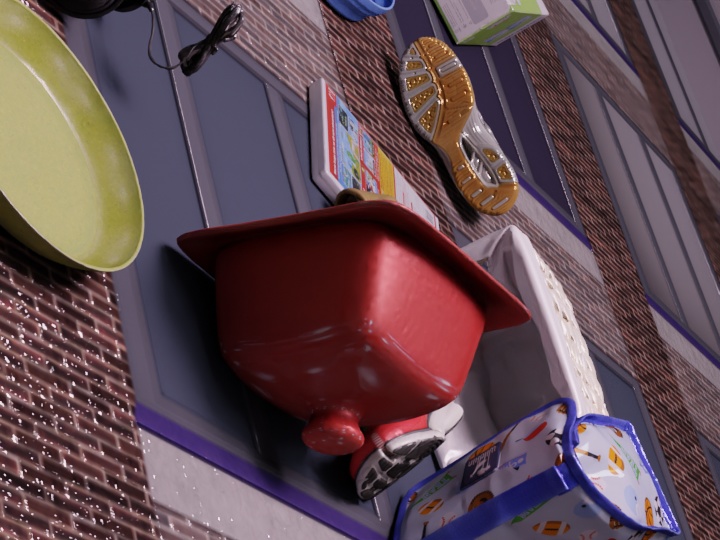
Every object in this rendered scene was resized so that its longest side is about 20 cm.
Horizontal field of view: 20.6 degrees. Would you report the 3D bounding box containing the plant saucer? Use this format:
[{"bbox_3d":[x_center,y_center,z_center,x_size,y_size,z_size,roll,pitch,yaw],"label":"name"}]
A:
[{"bbox_3d":[-0.207,-0.083,1.234,0.200,0.031,0.201,52,21,-29],"label":"plant saucer"}]

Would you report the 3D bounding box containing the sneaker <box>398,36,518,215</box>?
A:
[{"bbox_3d":[0.098,-0.145,2.063,0.088,0.075,0.202,2,63,-87],"label":"sneaker"}]

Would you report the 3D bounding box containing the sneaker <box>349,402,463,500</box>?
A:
[{"bbox_3d":[0.017,0.113,1.503,0.085,0.077,0.200,51,12,2],"label":"sneaker"}]

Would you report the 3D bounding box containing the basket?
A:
[{"bbox_3d":[0.128,0.089,1.702,0.123,0.135,0.202,37,31,-54],"label":"basket"}]

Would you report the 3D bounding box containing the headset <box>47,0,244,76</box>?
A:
[{"bbox_3d":[-0.173,-0.226,1.417,0.200,0.094,0.123,51,20,2],"label":"headset"}]

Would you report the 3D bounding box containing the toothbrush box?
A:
[{"bbox_3d":[0.143,-0.358,2.417,0.147,0.086,0.200,62,20,3],"label":"toothbrush box"}]

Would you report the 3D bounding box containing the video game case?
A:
[{"bbox_3d":[0.017,-0.064,1.798,0.200,0.017,0.144,49,23,-33],"label":"video game case"}]

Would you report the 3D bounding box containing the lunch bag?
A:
[{"bbox_3d":[0.129,0.184,1.518,0.200,0.169,0.125,14,47,-64],"label":"lunch bag"}]

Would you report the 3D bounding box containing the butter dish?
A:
[{"bbox_3d":[-0.011,0.055,1.370,0.200,0.198,0.149,38,53,-47],"label":"butter dish"}]

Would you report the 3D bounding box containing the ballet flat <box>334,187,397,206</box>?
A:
[{"bbox_3d":[0.000,0.000,1.629,0.063,0.069,0.201,24,30,-16],"label":"ballet flat"}]

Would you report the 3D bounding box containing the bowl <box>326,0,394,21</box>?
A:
[{"bbox_3d":[-0.034,-0.346,2.017,0.201,0.039,0.201,51,22,-29],"label":"bowl"}]
